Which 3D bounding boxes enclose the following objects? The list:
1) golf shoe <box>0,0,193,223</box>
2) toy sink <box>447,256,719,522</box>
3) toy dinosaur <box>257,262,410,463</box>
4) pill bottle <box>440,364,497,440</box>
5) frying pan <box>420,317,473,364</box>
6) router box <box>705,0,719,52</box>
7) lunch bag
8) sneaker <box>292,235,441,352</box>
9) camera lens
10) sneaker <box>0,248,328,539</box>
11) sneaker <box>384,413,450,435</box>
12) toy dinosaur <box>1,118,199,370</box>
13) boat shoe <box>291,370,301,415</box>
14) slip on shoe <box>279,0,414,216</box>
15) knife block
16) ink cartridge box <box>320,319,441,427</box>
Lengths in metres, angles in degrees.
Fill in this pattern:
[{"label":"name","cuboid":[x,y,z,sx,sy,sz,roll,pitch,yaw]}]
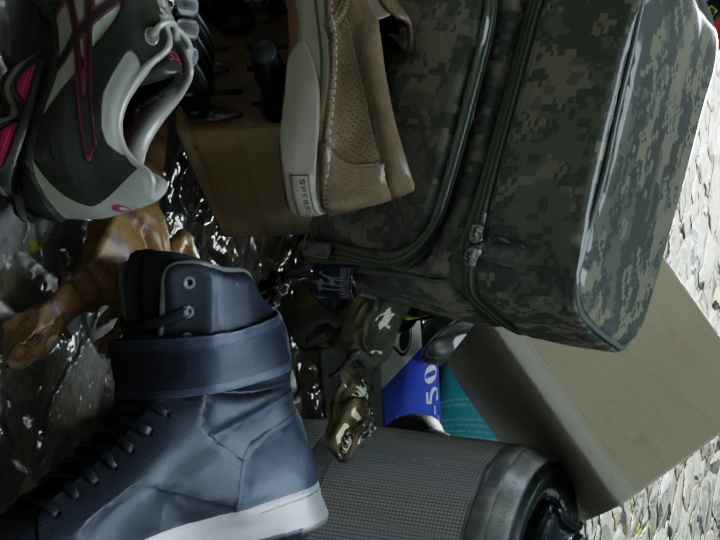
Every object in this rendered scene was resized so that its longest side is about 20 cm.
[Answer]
[{"label":"golf shoe","cuboid":[-0.112,-0.116,1.125,0.077,0.088,0.201,38,58,-63]},{"label":"toy sink","cuboid":[0.140,0.062,1.422,0.112,0.131,0.200,-34,173,-9]},{"label":"toy dinosaur","cuboid":[0.000,0.000,1.308,0.088,0.047,0.201,17,101,-31]},{"label":"pill bottle","cuboid":[0.098,0.135,1.691,0.111,0.110,0.201,53,47,-60]},{"label":"frying pan","cuboid":[0.070,0.022,1.499,0.190,0.115,0.031,10,51,-63]},{"label":"router box","cuboid":[0.140,-0.133,1.379,0.180,0.049,0.200,-50,-164,13]},{"label":"lunch bag","cuboid":[0.069,-0.067,1.219,0.139,0.167,0.201,26,78,-65]},{"label":"sneaker","cuboid":[0.025,-0.007,1.388,0.075,0.199,0.077,-7,82,-46]},{"label":"camera lens","cuboid":[0.018,0.170,1.372,0.160,0.199,0.161,6,90,-69]},{"label":"sneaker","cuboid":[-0.118,0.069,1.118,0.201,0.077,0.147,-14,100,-31]},{"label":"sneaker","cuboid":[0.016,0.190,1.486,0.075,0.079,0.201,9,106,-51]},{"label":"toy dinosaur","cuboid":[-0.110,-0.023,1.189,0.107,0.060,0.201,68,34,-47]},{"label":"boat shoe","cuboid":[-0.084,0.063,1.273,0.202,0.074,0.075,-24,113,-77]},{"label":"slip on shoe","cuboid":[-0.004,-0.115,1.175,0.076,0.060,0.201,76,13,-52]},{"label":"knife block","cuboid":[-0.059,-0.080,1.234,0.176,0.063,0.201,-80,167,-64]},{"label":"ink cartridge box","cuboid":[0.012,0.044,1.537,0.094,0.044,0.201,-45,136,-56]}]
